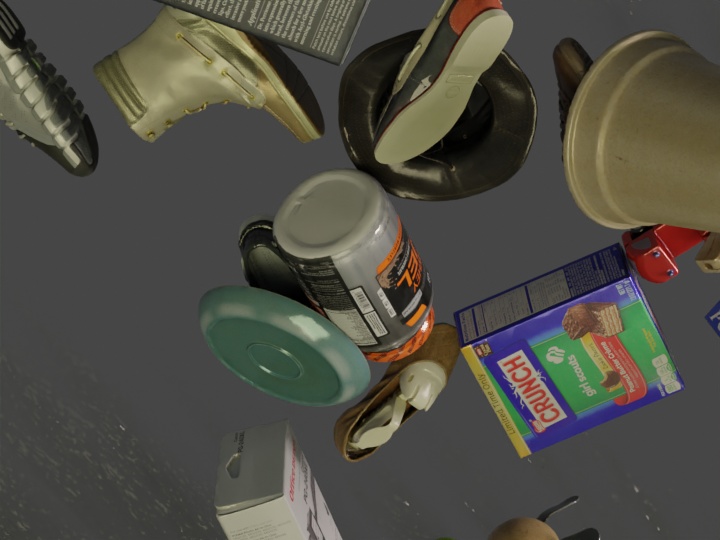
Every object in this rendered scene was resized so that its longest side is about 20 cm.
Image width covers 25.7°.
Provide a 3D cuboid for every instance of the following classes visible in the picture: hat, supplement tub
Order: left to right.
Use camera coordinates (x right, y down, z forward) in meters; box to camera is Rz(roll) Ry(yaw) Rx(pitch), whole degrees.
[{"bbox_3d":[0.000,0.000,1.609,0.122,0.123,0.200,-20,138,9],"label":"supplement tub"},{"bbox_3d":[0.081,-0.163,1.557,0.200,0.081,0.201,7,120,13],"label":"hat"}]

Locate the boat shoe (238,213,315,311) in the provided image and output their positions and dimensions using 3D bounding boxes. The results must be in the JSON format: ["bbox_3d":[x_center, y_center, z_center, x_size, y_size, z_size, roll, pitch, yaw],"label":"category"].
[{"bbox_3d":[-0.075,0.035,1.679,0.076,0.060,0.200,-27,118,13],"label":"boat shoe"}]

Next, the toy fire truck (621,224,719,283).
[{"bbox_3d":[0.368,-0.039,1.607,0.200,0.141,0.049,-33,117,16],"label":"toy fire truck"}]

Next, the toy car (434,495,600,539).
[{"bbox_3d":[0.193,0.349,1.834,0.200,0.164,0.158,-42,114,7],"label":"toy car"}]

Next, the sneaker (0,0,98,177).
[{"bbox_3d":[-0.351,-0.163,1.551,0.115,0.075,0.200,-26,109,18],"label":"sneaker"}]

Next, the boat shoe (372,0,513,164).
[{"bbox_3d":[0.067,-0.183,1.467,0.071,0.063,0.200,-1,138,-41],"label":"boat shoe"}]

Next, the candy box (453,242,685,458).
[{"bbox_3d":[0.226,0.088,1.715,0.200,0.077,0.169,-24,119,13],"label":"candy box"}]

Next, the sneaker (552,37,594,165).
[{"bbox_3d":[0.229,-0.138,1.584,0.076,0.070,0.200,-27,118,15],"label":"sneaker"}]

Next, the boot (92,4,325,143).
[{"bbox_3d":[-0.146,-0.171,1.548,0.155,0.072,0.200,-37,110,18],"label":"boot"}]

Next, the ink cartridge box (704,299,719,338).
[{"bbox_3d":[0.452,0.087,1.653,0.044,0.200,0.094,16,121,-39],"label":"ink cartridge box"}]

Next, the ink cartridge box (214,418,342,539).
[{"bbox_3d":[-0.088,0.291,1.782,0.083,0.145,0.200,-17,120,9],"label":"ink cartridge box"}]

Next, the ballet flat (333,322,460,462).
[{"bbox_3d":[0.042,0.144,1.743,0.068,0.072,0.200,38,112,-21],"label":"ballet flat"}]

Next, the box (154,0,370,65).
[{"bbox_3d":[-0.092,-0.290,1.434,0.200,0.148,0.107,18,118,-12],"label":"box"}]

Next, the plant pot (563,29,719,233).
[{"bbox_3d":[0.326,-0.113,1.489,0.200,0.183,0.201,-14,114,-33],"label":"plant pot"}]

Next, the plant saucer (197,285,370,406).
[{"bbox_3d":[-0.086,0.088,1.666,0.200,0.027,0.200,20,150,12],"label":"plant saucer"}]
